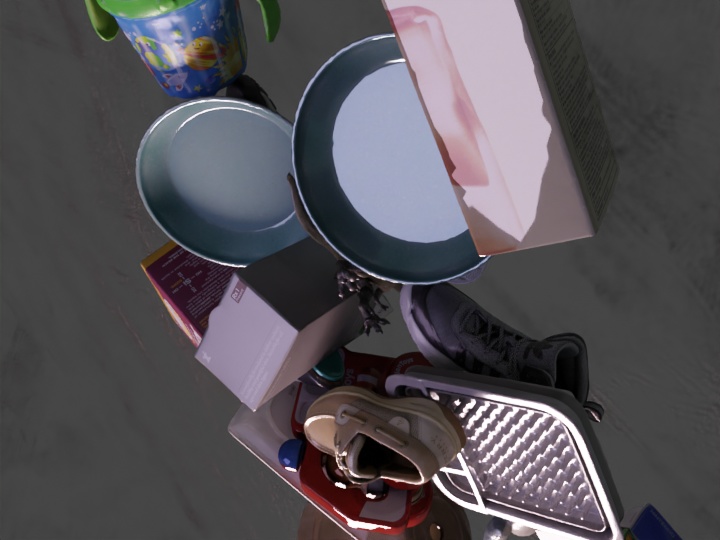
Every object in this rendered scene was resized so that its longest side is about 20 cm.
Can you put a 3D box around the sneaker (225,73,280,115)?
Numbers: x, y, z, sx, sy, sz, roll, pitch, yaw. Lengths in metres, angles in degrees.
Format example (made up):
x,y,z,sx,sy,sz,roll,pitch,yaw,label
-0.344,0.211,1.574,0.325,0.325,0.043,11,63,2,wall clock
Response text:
x,y,z,sx,sy,sz,roll,pitch,yaw,label
-0.133,-0.112,0.884,0.075,0.087,0.202,35,145,28,sneaker

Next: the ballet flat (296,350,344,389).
x,y,z,sx,sy,sz,roll,pitch,yaw,label
-0.075,0.074,0.892,0.074,0.072,0.201,86,159,-44,ballet flat

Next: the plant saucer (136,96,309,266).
x,y,z,sx,sy,sz,roll,pitch,yaw,label
-0.128,-0.093,0.826,0.195,0.036,0.203,3,129,3,plant saucer

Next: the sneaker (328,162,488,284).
x,y,z,sx,sy,sz,roll,pitch,yaw,label
0.032,-0.063,0.729,0.199,0.071,0.074,37,104,3,sneaker

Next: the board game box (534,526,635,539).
x,y,z,sx,sy,sz,roll,pitch,yaw,label
0.248,0.324,0.756,0.104,0.023,0.203,-16,105,53,board game box

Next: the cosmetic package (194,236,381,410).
x,y,z,sx,sy,sz,roll,pitch,yaw,label
-0.057,0.037,0.782,0.090,0.200,0.108,37,122,11,cosmetic package

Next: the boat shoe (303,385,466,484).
x,y,z,sx,sy,sz,roll,pitch,yaw,label
0.004,0.153,0.725,0.198,0.065,0.073,-6,118,50,boat shoe

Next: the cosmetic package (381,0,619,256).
x,y,z,sx,sy,sz,roll,pitch,yaw,label
0.092,-0.125,0.517,0.086,0.104,0.203,-10,113,33,cosmetic package

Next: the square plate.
x,y,z,sx,sy,sz,roll,pitch,yaw,label
-0.040,0.183,0.942,0.197,0.201,0.028,42,118,-7,square plate

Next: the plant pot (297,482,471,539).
x,y,z,sx,sy,sz,roll,pitch,yaw,label
0.044,0.347,1.033,0.173,0.199,0.202,-33,93,43,plant pot

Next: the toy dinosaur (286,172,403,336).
x,y,z,sx,sy,sz,roll,pitch,yaw,label
0.000,0.000,0.738,0.047,0.089,0.199,-33,128,30,toy dinosaur

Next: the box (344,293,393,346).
x,y,z,sx,sy,sz,roll,pitch,yaw,label
-0.051,0.025,0.964,0.145,0.036,0.200,54,152,1,box

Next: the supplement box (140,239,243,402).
x,y,z,sx,sy,sz,roll,pitch,yaw,label
-0.187,0.053,1.077,0.199,0.103,0.132,40,158,37,supplement box

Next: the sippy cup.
x,y,z,sx,sy,sz,roll,pitch,yaw,label
-0.169,-0.243,0.773,0.178,0.139,0.131,42,161,37,sippy cup

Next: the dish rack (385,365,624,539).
x,y,z,sx,sy,sz,roll,pitch,yaw,label
0.126,0.150,0.693,0.198,0.044,0.174,4,130,46,dish rack

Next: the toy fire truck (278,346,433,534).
x,y,z,sx,sy,sz,roll,pitch,yaw,label
0.002,0.174,0.861,0.164,0.203,0.113,7,141,8,toy fire truck

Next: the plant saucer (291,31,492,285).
x,y,z,sx,sy,sz,roll,pitch,yaw,label
0.040,-0.089,0.648,0.196,0.036,0.204,9,116,19,plant saucer

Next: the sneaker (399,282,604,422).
x,y,z,sx,sy,sz,roll,pitch,yaw,label
0.128,0.066,0.708,0.200,0.076,0.114,46,149,-4,sneaker

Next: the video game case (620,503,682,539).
x,y,z,sx,sy,sz,roll,pitch,yaw,label
0.282,0.334,0.782,0.201,0.045,0.182,50,146,8,video game case

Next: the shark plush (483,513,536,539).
x,y,z,sx,sy,sz,roll,pitch,yaw,label
0.166,0.214,0.819,0.201,0.089,0.085,98,158,-57,shark plush
